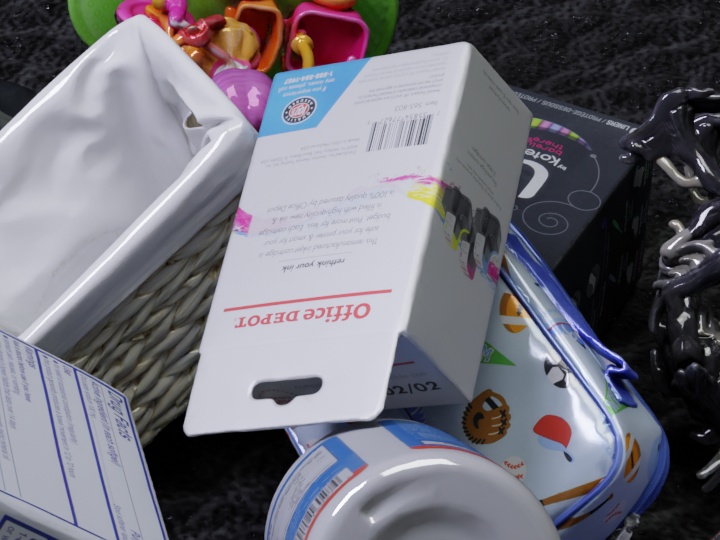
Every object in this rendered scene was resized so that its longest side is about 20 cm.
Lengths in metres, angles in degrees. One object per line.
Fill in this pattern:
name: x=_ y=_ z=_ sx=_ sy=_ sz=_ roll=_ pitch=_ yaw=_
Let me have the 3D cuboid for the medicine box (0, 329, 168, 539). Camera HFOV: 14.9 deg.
medicine box: x=-0.192 y=0.092 z=1.179 sx=0.199 sy=0.103 sz=0.182 roll=29 pitch=15 yaw=-23

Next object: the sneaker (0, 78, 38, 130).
sneaker: x=-0.176 y=-0.070 z=1.602 sx=0.114 sy=0.077 sz=0.199 roll=2 pitch=13 yaw=-40

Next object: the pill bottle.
pill bottle: x=0.017 y=0.122 z=1.184 sx=0.111 sy=0.113 sz=0.200 roll=-1 pitch=3 yaw=-7

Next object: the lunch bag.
lunch bag: x=0.053 y=0.068 z=1.336 sx=0.200 sy=0.160 sz=0.075 roll=54 pitch=17 yaw=26

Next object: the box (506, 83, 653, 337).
box: x=0.069 y=-0.004 z=1.501 sx=0.122 sy=0.107 sz=0.200 roll=17 pitch=38 yaw=20

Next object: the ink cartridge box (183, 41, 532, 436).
ink cartridge box: x=0.000 y=0.000 z=1.282 sx=0.115 sy=0.068 sz=0.201 roll=-7 pitch=55 yaw=33

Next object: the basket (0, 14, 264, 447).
basket: x=-0.126 y=-0.004 z=1.398 sx=0.200 sy=0.123 sz=0.136 roll=-44 pitch=45 yaw=-1

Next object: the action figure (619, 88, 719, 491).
action figure: x=0.195 y=0.007 z=1.428 sx=0.101 sy=0.119 sz=0.201 roll=-13 pitch=73 yaw=16

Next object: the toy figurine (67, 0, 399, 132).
toy figurine: x=-0.055 y=-0.111 z=1.542 sx=0.199 sy=0.151 sz=0.184 roll=6 pitch=28 yaw=-17

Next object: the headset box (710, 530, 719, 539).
headset box: x=0.250 y=0.106 z=1.312 sx=0.075 sy=0.200 sz=0.148 roll=50 pitch=49 yaw=8
